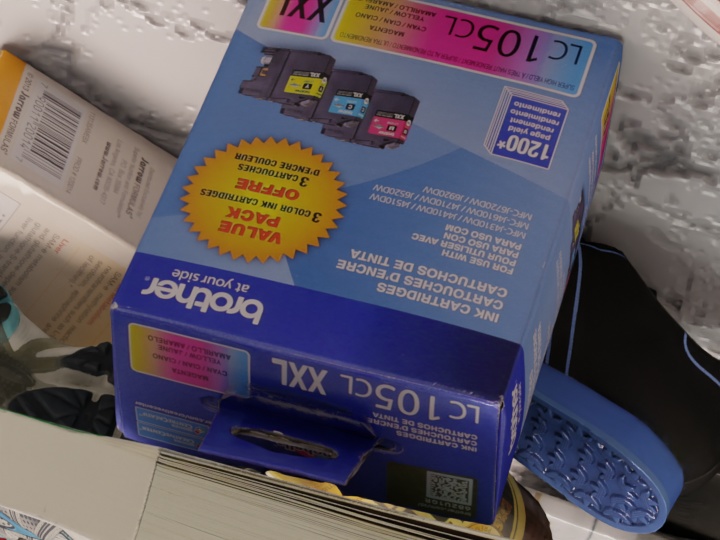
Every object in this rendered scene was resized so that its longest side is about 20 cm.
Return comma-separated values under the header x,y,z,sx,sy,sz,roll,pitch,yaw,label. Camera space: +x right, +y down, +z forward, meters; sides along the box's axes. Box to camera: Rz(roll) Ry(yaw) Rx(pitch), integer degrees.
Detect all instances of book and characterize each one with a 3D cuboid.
x,y,z,sx,sy,sz,roll,pitch,yaw,label
-0.025,0.088,0.948,0.200,0.048,0.134,20,174,-37,book

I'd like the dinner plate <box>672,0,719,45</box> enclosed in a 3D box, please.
x,y,z,sx,sy,sz,roll,pitch,yaw,label
0.164,-0.088,0.919,0.200,0.024,0.200,29,166,8,dinner plate

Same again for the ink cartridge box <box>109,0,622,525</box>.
x,y,z,sx,sy,sz,roll,pitch,yaw,label
0.000,0.000,1.004,0.136,0.200,0.076,13,143,10,ink cartridge box

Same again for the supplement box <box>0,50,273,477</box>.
x,y,z,sx,sy,sz,roll,pitch,yaw,label
-0.095,0.023,1.159,0.200,0.074,0.126,33,122,-16,supplement box

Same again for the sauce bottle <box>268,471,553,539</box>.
x,y,z,sx,sy,sz,roll,pitch,yaw,label
0.027,0.089,1.109,0.200,0.065,0.065,42,139,-22,sauce bottle

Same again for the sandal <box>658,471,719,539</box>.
x,y,z,sx,sy,sz,roll,pitch,yaw,label
0.194,0.104,1.176,0.200,0.045,0.075,1,140,24,sandal

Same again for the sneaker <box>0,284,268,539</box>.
x,y,z,sx,sy,sz,roll,pitch,yaw,label
-0.109,0.067,1.079,0.200,0.078,0.086,34,147,22,sneaker

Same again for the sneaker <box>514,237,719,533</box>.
x,y,z,sx,sy,sz,roll,pitch,yaw,label
0.056,0.013,1.115,0.200,0.078,0.070,39,148,10,sneaker

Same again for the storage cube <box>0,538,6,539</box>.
x,y,z,sx,sy,sz,roll,pitch,yaw,label
-0.148,0.208,1.350,0.180,0.200,0.171,10,144,23,storage cube

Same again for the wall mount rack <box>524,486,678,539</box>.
x,y,z,sx,sy,sz,roll,pitch,yaw,label
0.099,0.153,1.265,0.200,0.075,0.174,19,163,3,wall mount rack
